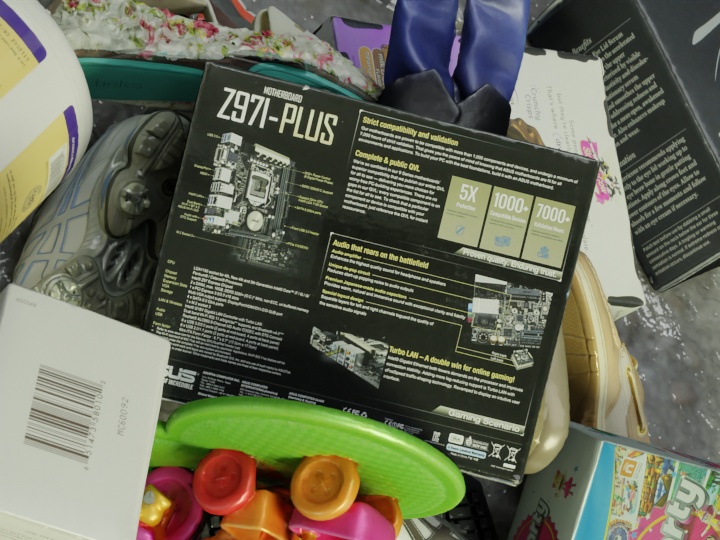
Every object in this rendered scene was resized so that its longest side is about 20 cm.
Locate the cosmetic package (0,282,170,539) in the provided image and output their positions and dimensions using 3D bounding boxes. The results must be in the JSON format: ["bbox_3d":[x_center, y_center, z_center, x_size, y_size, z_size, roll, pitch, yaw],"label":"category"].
[{"bbox_3d":[-0.172,0.098,0.980,0.084,0.200,0.108,20,60,-22],"label":"cosmetic package"}]

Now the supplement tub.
[{"bbox_3d":[-0.241,-0.050,1.040,0.145,0.145,0.200,46,52,-6],"label":"supplement tub"}]

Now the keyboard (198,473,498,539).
[{"bbox_3d":[0.000,0.175,1.173,0.199,0.021,0.128,-2,69,-33],"label":"keyboard"}]

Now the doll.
[{"bbox_3d":[0.038,-0.080,1.126,0.135,0.048,0.202,8,92,-20],"label":"doll"}]

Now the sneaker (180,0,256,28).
[{"bbox_3d":[-0.087,-0.121,1.207,0.200,0.077,0.082,49,24,10],"label":"sneaker"}]

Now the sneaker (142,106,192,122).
[{"bbox_3d":[-0.081,0.000,1.167,0.120,0.084,0.200,-36,75,-31],"label":"sneaker"}]

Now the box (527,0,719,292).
[{"bbox_3d":[0.226,-0.110,1.402,0.147,0.104,0.201,-18,78,-37],"label":"box"}]

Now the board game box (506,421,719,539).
[{"bbox_3d":[0.174,0.177,1.208,0.199,0.064,0.149,16,93,-29],"label":"board game box"}]

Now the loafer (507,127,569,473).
[{"bbox_3d":[0.069,0.010,1.170,0.067,0.076,0.202,8,62,-32],"label":"loafer"}]

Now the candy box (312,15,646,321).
[{"bbox_3d":[0.062,-0.051,1.287,0.199,0.071,0.169,5,66,-31],"label":"candy box"}]

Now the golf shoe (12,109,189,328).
[{"bbox_3d":[-0.149,0.005,1.126,0.078,0.097,0.201,42,77,-31],"label":"golf shoe"}]

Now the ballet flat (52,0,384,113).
[{"bbox_3d":[-0.072,-0.116,1.142,0.198,0.076,0.064,11,60,-19],"label":"ballet flat"}]

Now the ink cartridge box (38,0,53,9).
[{"bbox_3d":[-0.188,-0.225,1.122,0.145,0.200,0.048,31,57,-17],"label":"ink cartridge box"}]

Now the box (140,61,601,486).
[{"bbox_3d":[0.000,0.000,1.060,0.198,0.086,0.165,13,93,-3],"label":"box"}]

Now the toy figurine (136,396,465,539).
[{"bbox_3d":[-0.062,0.171,1.018,0.150,0.198,0.186,47,50,-55],"label":"toy figurine"}]

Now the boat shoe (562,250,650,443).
[{"bbox_3d":[0.130,0.075,1.247,0.069,0.073,0.202,-30,117,-47],"label":"boat shoe"}]

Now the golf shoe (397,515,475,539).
[{"bbox_3d":[0.013,0.155,1.140,0.094,0.078,0.201,-7,57,-27],"label":"golf shoe"}]
